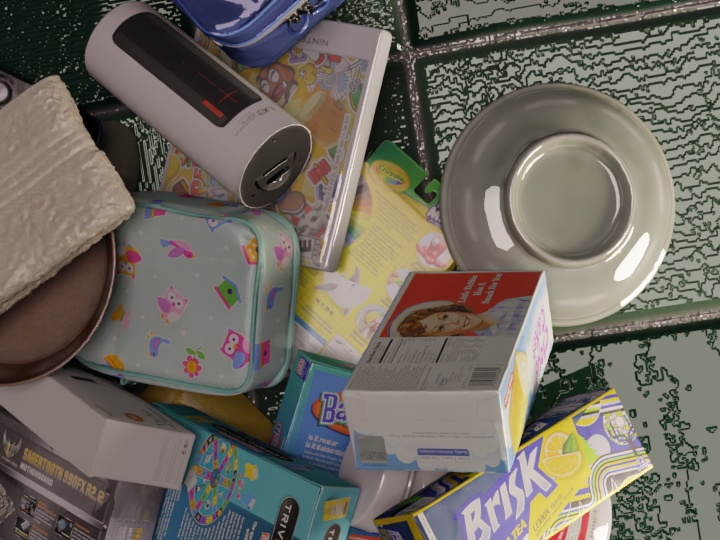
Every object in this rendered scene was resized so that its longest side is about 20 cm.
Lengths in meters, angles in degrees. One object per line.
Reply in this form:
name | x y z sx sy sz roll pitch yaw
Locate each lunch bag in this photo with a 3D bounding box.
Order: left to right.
lunch bag | -0.148 0.021 1.133 0.199 0.077 0.161 9 102 29
lunch bag | -0.101 -0.259 1.080 0.136 0.132 0.200 -42 78 6

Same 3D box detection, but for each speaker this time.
speaker | -0.133 -0.136 1.127 0.200 0.081 0.081 40 95 25

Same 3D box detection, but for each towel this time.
towel | -0.283 -0.044 1.088 0.200 0.034 0.133 -35 80 9

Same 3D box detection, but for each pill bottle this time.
pill bottle | 0.087 0.182 1.079 0.199 0.112 0.113 20 93 -22

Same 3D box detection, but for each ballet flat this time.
ballet flat | -0.247 -0.035 1.184 0.067 0.064 0.201 25 93 5

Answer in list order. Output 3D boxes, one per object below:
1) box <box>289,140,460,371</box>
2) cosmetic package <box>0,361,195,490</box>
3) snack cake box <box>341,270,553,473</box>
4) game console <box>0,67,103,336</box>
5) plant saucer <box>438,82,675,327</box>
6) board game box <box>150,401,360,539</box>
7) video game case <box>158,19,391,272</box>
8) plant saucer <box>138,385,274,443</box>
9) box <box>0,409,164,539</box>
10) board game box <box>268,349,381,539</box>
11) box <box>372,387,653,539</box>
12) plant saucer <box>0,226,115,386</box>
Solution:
box | 0.000 0.000 1.161 0.117 0.048 0.200 42 97 6
cosmetic package | -0.218 0.116 1.112 0.082 0.200 0.051 14 94 -38
snack cake box | 0.070 0.070 1.030 0.114 0.200 0.068 -2 114 19
game console | -0.334 -0.074 1.162 0.170 0.118 0.201 25 93 -16
plant saucer | 0.165 -0.055 1.114 0.199 0.050 0.201 0 87 -8
board game box | -0.105 0.206 1.076 0.199 0.047 0.152 19 94 40
video game case | -0.077 -0.115 1.153 0.181 0.023 0.201 14 92 27
plant saucer | -0.148 0.202 1.179 0.200 0.048 0.200 44 95 6
box | -0.254 0.218 1.140 0.199 0.048 0.159 16 91 44
board game box | -0.008 0.181 1.131 0.151 0.045 0.201 17 94 -19
box | 0.112 0.161 0.996 0.199 0.064 0.070 -27 90 -29
plant saucer | -0.284 -0.007 1.119 0.199 0.034 0.202 -1 87 15
